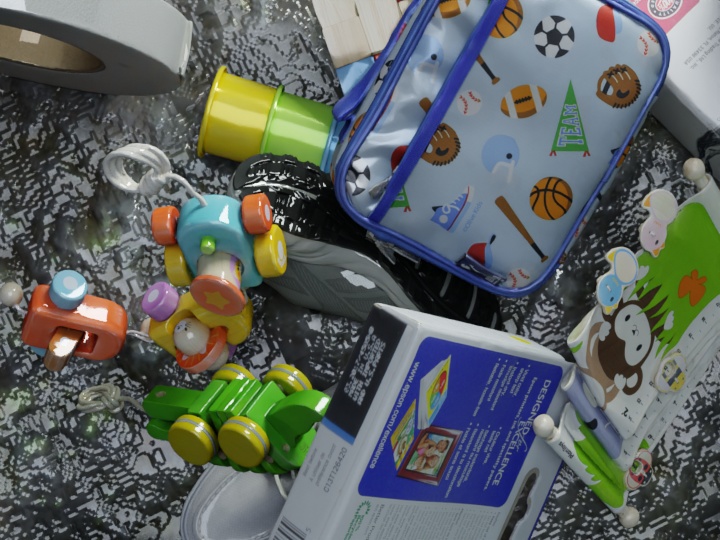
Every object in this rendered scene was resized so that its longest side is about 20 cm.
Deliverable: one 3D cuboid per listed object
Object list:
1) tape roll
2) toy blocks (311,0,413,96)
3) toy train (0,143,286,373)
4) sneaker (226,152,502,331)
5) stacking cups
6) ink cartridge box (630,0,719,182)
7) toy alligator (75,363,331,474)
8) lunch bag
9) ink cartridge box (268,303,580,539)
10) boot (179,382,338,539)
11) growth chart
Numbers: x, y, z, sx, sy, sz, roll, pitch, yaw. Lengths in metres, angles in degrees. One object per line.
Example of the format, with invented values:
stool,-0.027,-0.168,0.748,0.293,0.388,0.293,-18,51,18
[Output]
tape roll,-0.200,-0.149,0.996,0.200,0.203,0.037,10,83,2
toy blocks,0.052,-0.157,1.037,0.198,0.100,0.138,-19,98,2
toy train,-0.129,0.016,0.996,0.149,0.200,0.056,18,50,-18
sneaker,0.000,0.000,1.047,0.199,0.079,0.074,28,47,-9
stacking cups,-0.001,-0.075,1.062,0.198,0.061,0.061,15,84,-3
ink cartridge box,0.259,-0.132,1.045,0.145,0.084,0.200,-43,84,-4
toy alligator,-0.087,0.094,0.991,0.059,0.198,0.055,-50,125,-41
lunch bag,0.074,-0.090,0.982,0.159,0.076,0.201,28,101,-13
ink cartridge box,0.039,0.127,0.970,0.047,0.199,0.199,28,98,36
boot,-0.030,0.110,1.015,0.199,0.096,0.074,-38,84,-3
growth chart,0.178,0.044,1.018,0.144,0.018,0.201,38,82,-40
